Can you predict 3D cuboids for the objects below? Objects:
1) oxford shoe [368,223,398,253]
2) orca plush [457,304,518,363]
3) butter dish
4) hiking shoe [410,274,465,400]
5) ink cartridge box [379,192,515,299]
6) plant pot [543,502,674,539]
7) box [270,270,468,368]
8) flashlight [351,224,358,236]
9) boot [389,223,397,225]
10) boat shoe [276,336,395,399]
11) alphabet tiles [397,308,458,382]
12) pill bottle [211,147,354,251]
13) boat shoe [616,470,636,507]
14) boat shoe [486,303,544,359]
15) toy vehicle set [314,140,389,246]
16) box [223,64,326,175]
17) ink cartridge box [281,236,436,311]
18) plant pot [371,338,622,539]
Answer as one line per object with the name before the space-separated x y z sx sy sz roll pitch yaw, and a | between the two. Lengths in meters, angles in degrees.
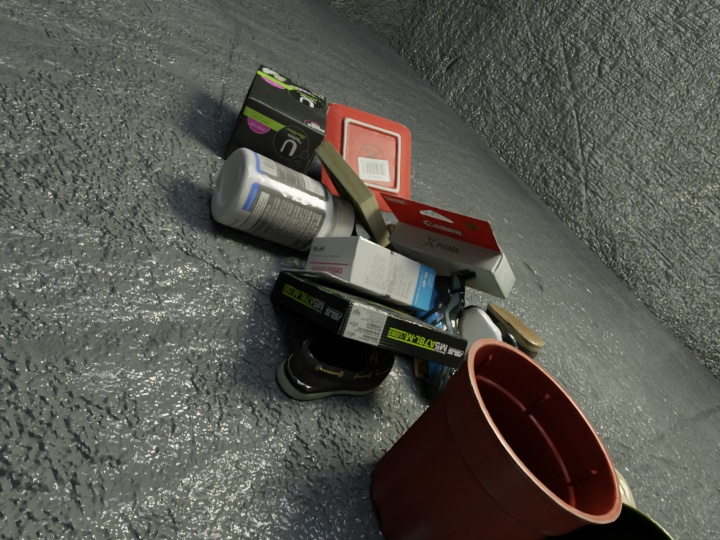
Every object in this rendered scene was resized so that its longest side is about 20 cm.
oxford shoe | 0.101 -0.005 0.961 0.200 0.084 0.073 49 15 7
orca plush | 0.219 0.151 0.862 0.200 0.105 0.071 54 10 5
butter dish | -0.009 -0.210 1.071 0.199 0.148 0.201 9 75 -27
hiking shoe | 0.113 0.100 0.807 0.074 0.086 0.201 64 34 -62
ink cartridge box | 0.129 -0.038 0.814 0.199 0.044 0.174 22 -15 36
plant pot | 0.298 0.363 0.610 0.200 0.187 0.188 31 25 -52
box | 0.008 0.063 0.684 0.199 0.048 0.193 21 -4 -35
flashlight | 0.005 -0.032 0.907 0.200 0.068 0.068 48 -9 8
boot | 0.131 -0.019 1.037 0.199 0.075 0.097 29 26 -26
boat shoe | -0.013 0.117 0.663 0.201 0.061 0.072 1 46 -52
alphabet tiles | 0.138 0.119 0.865 0.199 0.006 0.167 26 48 -28
pill bottle | -0.113 -0.096 0.791 0.199 0.114 0.114 20 34 -36
boat shoe | 0.371 0.329 0.851 0.069 0.074 0.201 12 36 -25
boat shoe | 0.298 0.127 1.052 0.072 0.065 0.200 21 13 -18
toy vehicle set | -0.007 -0.119 0.866 0.124 0.026 0.200 52 -2 20
box | -0.152 -0.270 0.968 0.148 0.125 0.201 22 33 -18
ink cartridge box | 0.000 0.000 0.756 0.199 0.068 0.116 21 -12 -38
plant pot | 0.125 0.213 0.554 0.200 0.195 0.201 31 28 -19
